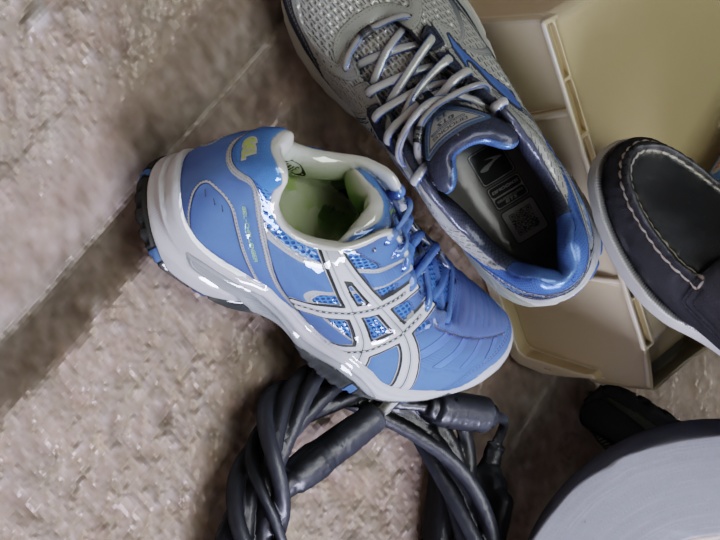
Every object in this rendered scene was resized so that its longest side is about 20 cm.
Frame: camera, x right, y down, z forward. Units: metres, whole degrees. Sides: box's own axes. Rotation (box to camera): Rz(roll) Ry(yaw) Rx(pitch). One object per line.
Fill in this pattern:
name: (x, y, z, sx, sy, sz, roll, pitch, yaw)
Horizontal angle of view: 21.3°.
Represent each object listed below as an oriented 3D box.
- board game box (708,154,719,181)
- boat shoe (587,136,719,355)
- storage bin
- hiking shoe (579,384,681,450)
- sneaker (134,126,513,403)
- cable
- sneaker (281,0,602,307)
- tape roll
board game box: (0.254, -0.039, 0.938, 0.151, 0.037, 0.200, 41, 64, -11)
boat shoe: (0.179, 0.017, 0.834, 0.074, 0.060, 0.200, -37, 89, -28)
storage bin: (0.147, -0.073, 0.961, 0.200, 0.094, 0.199, -33, 114, -36)
hiking shoe: (0.161, 0.152, 0.967, 0.101, 0.076, 0.200, -38, 76, 3)
sneaker: (0.000, 0.000, 0.829, 0.200, 0.077, 0.076, 26, 53, -37)
cable: (0.000, 0.139, 0.870, 0.163, 0.051, 0.200, 25, 77, -39)
sneaker: (0.039, -0.069, 0.830, 0.077, 0.085, 0.200, -41, 93, 6)
tape roll: (0.169, 0.172, 0.902, 0.066, 0.200, 0.201, -7, 99, -83)
